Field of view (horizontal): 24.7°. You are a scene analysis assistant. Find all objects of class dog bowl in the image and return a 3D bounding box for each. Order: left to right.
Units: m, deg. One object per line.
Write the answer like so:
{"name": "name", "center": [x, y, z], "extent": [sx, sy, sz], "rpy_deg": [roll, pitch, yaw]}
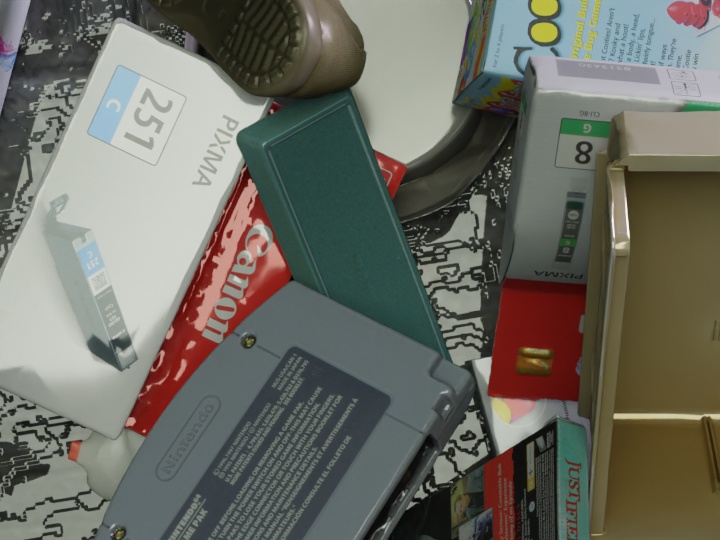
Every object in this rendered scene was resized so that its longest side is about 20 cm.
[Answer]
{"name": "dog bowl", "center": [0.000, -0.119, 0.940], "extent": [0.198, 0.059, 0.202], "rpy_deg": [0, 82, 2]}

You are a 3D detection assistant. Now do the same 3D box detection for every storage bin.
{"name": "storage bin", "center": [0.207, 0.030, 0.770], "extent": [0.198, 0.200, 0.094], "rpy_deg": [0, 38, 3]}

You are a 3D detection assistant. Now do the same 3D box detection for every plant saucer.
{"name": "plant saucer", "center": [0.000, 0.000, 0.885], "extent": [0.070, 0.019, 0.201], "rpy_deg": [-30, 115, -19]}

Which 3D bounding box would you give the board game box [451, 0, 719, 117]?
{"name": "board game box", "center": [0.160, -0.124, 0.864], "extent": [0.198, 0.103, 0.106], "rpy_deg": [12, 86, -5]}

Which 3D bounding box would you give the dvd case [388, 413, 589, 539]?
{"name": "dvd case", "center": [0.052, 0.175, 0.818], "extent": [0.022, 0.200, 0.147], "rpy_deg": [16, 58, -23]}

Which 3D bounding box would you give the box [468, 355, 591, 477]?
{"name": "box", "center": [0.176, 0.100, 0.917], "extent": [0.198, 0.041, 0.157], "rpy_deg": [-15, 83, -2]}

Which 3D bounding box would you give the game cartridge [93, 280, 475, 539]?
{"name": "game cartridge", "center": [-0.047, 0.108, 0.818], "extent": [0.133, 0.042, 0.201], "rpy_deg": [24, 71, 32]}

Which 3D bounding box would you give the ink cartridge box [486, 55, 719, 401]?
{"name": "ink cartridge box", "center": [0.151, -0.004, 0.827], "extent": [0.159, 0.050, 0.201], "rpy_deg": [4, 118, -1]}

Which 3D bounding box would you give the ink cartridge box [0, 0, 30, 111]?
{"name": "ink cartridge box", "center": [-0.274, -0.145, 0.937], "extent": [0.143, 0.085, 0.202], "rpy_deg": [13, 84, 3]}

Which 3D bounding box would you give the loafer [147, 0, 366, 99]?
{"name": "loafer", "center": [-0.062, -0.148, 0.873], "extent": [0.076, 0.067, 0.200], "rpy_deg": [-50, 47, 19]}

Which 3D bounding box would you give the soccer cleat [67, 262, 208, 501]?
{"name": "soccer cleat", "center": [-0.103, 0.034, 0.923], "extent": [0.077, 0.069, 0.202], "rpy_deg": [16, 89, -5]}

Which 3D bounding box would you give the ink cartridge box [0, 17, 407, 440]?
{"name": "ink cartridge box", "center": [-0.090, -0.005, 0.868], "extent": [0.175, 0.045, 0.201], "rpy_deg": [25, 91, -7]}
